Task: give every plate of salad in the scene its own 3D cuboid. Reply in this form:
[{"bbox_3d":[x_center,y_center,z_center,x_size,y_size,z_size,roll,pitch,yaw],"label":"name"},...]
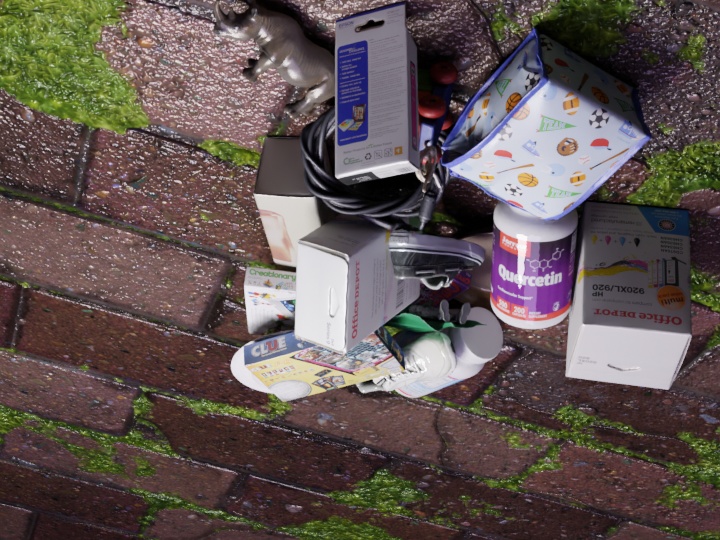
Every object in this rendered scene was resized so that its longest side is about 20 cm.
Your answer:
[{"bbox_3d":[-0.095,0.131,1.904,0.198,0.048,0.201,-4,147,-2],"label":"plate of salad"}]

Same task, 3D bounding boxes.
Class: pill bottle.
[{"bbox_3d":[0.128,0.123,1.962,0.108,0.110,0.200,26,149,-24],"label":"pill bottle"},{"bbox_3d":[0.231,-0.029,1.694,0.111,0.113,0.201,3,124,8],"label":"pill bottle"}]

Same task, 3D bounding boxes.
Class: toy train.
[{"bbox_3d":[0.042,-0.170,1.489,0.115,0.201,0.085,11,134,9],"label":"toy train"}]

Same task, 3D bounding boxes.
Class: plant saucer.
[{"bbox_3d":[0.205,-0.006,1.841,0.198,0.032,0.201,7,147,5],"label":"plant saucer"}]

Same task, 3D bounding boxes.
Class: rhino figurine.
[{"bbox_3d":[-0.100,-0.261,1.508,0.087,0.060,0.200,-36,128,23],"label":"rhino figurine"}]

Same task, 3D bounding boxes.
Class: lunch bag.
[{"bbox_3d":[0.215,-0.162,1.519,0.169,0.124,0.200,25,129,-20],"label":"lunch bag"}]

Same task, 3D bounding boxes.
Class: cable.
[{"bbox_3d":[0.019,-0.143,1.606,0.199,0.051,0.164,24,112,-5],"label":"cable"}]

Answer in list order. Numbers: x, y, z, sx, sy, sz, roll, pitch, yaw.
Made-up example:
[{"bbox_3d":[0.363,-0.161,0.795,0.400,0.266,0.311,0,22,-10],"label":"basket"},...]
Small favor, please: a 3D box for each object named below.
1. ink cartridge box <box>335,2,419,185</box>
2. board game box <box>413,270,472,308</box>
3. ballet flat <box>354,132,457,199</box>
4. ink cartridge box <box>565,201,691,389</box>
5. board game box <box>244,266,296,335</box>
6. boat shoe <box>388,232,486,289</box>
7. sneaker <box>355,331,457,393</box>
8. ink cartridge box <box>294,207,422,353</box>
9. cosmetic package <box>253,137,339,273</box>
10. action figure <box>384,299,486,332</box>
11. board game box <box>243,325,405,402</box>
[{"bbox_3d":[0.018,-0.203,1.456,0.094,0.202,0.037,-9,162,25],"label":"ink cartridge box"},{"bbox_3d":[0.065,0.020,1.880,0.119,0.033,0.200,26,151,-16],"label":"board game box"},{"bbox_3d":[0.077,-0.139,1.672,0.199,0.057,0.067,-18,99,31],"label":"ballet flat"},{"bbox_3d":[0.361,0.034,1.710,0.146,0.201,0.145,5,147,4],"label":"ink cartridge box"},{"bbox_3d":[-0.102,0.053,1.840,0.125,0.035,0.200,8,158,0],"label":"board game box"},{"bbox_3d":[0.099,-0.010,1.709,0.072,0.072,0.199,6,180,39],"label":"boat shoe"},{"bbox_3d":[0.067,0.145,1.894,0.081,0.076,0.200,-22,177,-39],"label":"sneaker"},{"bbox_3d":[0.000,0.000,1.700,0.087,0.200,0.146,16,120,26],"label":"ink cartridge box"},{"bbox_3d":[-0.081,-0.080,1.736,0.086,0.104,0.201,3,145,10],"label":"cosmetic package"},{"bbox_3d":[0.075,0.064,1.848,0.117,0.055,0.199,11,172,-36],"label":"action figure"},{"bbox_3d":[-0.051,0.126,1.826,0.198,0.035,0.136,-16,146,15],"label":"board game box"}]
